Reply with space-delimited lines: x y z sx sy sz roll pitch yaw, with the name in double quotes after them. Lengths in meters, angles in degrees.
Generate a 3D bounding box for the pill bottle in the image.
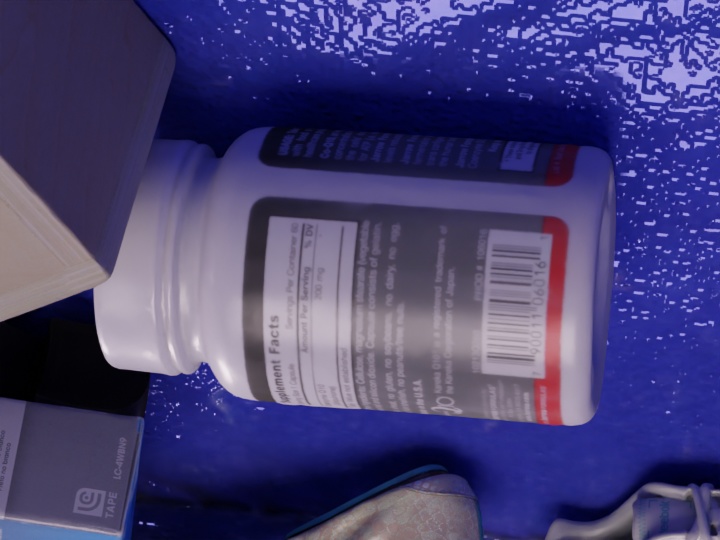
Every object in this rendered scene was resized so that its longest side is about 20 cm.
0.000 0.000 1.119 0.200 0.114 0.114 4 137 9 "pill bottle"

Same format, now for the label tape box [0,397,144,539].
-0.202 0.109 1.236 0.200 0.066 0.143 11 148 -2 "label tape box"

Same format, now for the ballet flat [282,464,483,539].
-0.032 0.155 1.291 0.200 0.062 0.067 -27 157 18 "ballet flat"

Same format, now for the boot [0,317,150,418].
-0.200 0.073 1.299 0.188 0.069 0.200 12 146 -9 "boot"

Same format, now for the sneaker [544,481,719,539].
0.168 0.130 1.251 0.200 0.071 0.080 -22 125 32 "sneaker"

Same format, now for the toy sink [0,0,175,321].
-0.194 -0.049 1.100 0.200 0.131 0.112 -18 129 30 "toy sink"
